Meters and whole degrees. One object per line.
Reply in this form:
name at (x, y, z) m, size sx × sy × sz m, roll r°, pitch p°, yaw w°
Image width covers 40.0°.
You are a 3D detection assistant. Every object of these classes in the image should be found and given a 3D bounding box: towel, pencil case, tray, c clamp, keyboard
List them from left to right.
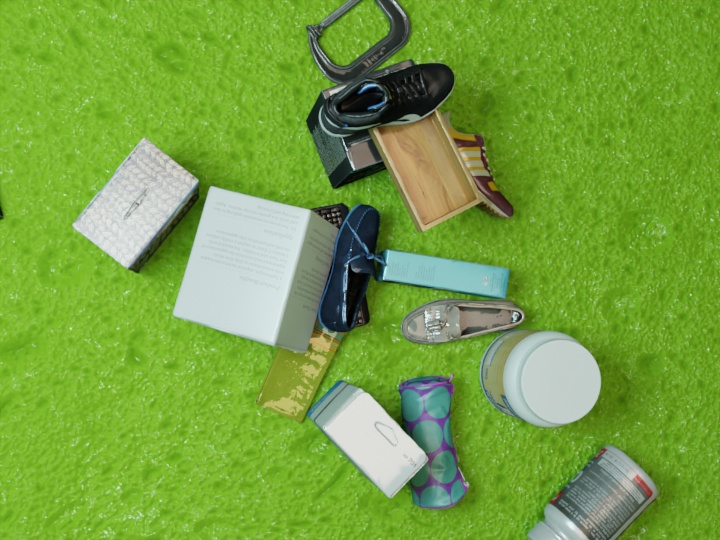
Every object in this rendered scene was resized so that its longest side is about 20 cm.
towel at (-0.088, 0.135, 1.553) m, size 0.086 × 0.018 × 0.200 m, roll 24°, pitch 94°, yaw -7°
keyboard at (-0.049, -0.003, 1.569) m, size 0.104 × 0.040 × 0.201 m, roll -12°, pitch 89°, yaw -10°
c clamp at (-0.010, -0.405, 1.600) m, size 0.200 × 0.027 × 0.171 m, roll -45°, pitch 100°, yaw -9°
tray at (0.083, -0.165, 1.396) m, size 0.098 × 0.037 × 0.200 m, roll -27°, pitch 92°, yaw -10°
pencil case at (0.115, 0.268, 1.562) m, size 0.092 × 0.085 × 0.201 m, roll -8°, pitch 90°, yaw 7°

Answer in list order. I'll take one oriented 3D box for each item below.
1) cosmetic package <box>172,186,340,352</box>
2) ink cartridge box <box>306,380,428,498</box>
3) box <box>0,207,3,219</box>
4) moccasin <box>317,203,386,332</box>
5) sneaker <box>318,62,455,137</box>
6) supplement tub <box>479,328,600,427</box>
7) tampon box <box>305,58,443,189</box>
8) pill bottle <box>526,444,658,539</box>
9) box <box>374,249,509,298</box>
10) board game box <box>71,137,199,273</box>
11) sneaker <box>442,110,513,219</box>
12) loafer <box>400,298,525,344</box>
cosmetic package at (-0.149, 0.002, 1.467) m, size 0.164 × 0.165 × 0.200 m, roll 15°, pitch 86°, yaw 16°
ink cartridge box at (0.006, 0.248, 1.487) m, size 0.086 × 0.200 × 0.146 m, roll -44°, pitch 94°, yaw -8°
box at (-0.641, -0.157, 1.481) m, size 0.160 × 0.044 × 0.200 m, roll -14°, pitch 90°, yaw -9°
moccasin at (0.000, 0.000, 1.509) m, size 0.080 × 0.068 × 0.200 m, roll 12°, pitch 91°, yaw -43°
sneaker at (0.047, -0.231, 1.317) m, size 0.200 × 0.112 × 0.073 m, roll -23°, pitch 93°, yaw -10°
supplement tub at (0.276, 0.165, 1.532) m, size 0.144 × 0.200 × 0.145 m, roll 0°, pitch 88°, yaw -8°
tampon box at (0.016, -0.218, 1.505) m, size 0.150 × 0.200 × 0.127 m, roll -21°, pitch 91°, yaw -10°
pill bottle at (0.368, 0.387, 1.582) m, size 0.200 × 0.114 × 0.114 m, roll -43°, pitch 94°, yaw -8°
box at (0.129, 0.007, 1.574) m, size 0.199 × 0.082 × 0.049 m, roll 9°, pitch 87°, yaw -8°
board game box at (-0.322, -0.089, 1.449) m, size 0.097 × 0.200 × 0.160 m, roll 38°, pitch 84°, yaw -5°
sneaker at (0.186, -0.169, 1.594) m, size 0.200 × 0.075 × 0.090 m, roll 41°, pitch 86°, yaw -7°
loafer at (0.166, 0.078, 1.587) m, size 0.199 × 0.063 × 0.072 m, roll -7°, pitch 90°, yaw -9°
